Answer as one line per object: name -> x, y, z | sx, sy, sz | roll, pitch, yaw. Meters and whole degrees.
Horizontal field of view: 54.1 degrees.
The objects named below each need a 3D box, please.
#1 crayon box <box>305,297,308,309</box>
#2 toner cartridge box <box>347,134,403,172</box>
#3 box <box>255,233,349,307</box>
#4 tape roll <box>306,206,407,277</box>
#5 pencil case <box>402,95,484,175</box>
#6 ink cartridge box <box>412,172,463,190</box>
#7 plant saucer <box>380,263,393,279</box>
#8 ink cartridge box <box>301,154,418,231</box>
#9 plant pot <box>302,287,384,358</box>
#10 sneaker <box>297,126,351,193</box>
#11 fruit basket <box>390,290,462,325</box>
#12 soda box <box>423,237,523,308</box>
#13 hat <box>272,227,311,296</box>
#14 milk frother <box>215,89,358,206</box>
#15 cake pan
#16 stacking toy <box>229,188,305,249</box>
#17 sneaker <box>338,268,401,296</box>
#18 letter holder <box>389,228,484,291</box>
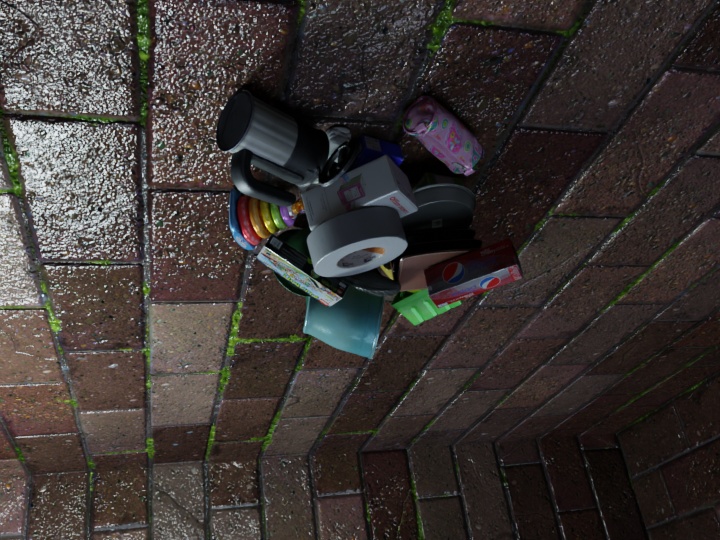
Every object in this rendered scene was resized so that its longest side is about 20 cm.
crayon box -> -0.064, 0.047, 1.914 | 0.124, 0.052, 0.201 | 2, 149, -20
toner cartridge box -> 0.003, -0.194, 1.502 | 0.094, 0.044, 0.201 | 12, 139, -25
box -> -0.128, 0.003, 1.533 | 0.198, 0.035, 0.110 | 34, 158, -8
tape roll -> -0.007, -0.055, 1.433 | 0.197, 0.067, 0.201 | -14, 163, -4
pencil case -> 0.168, -0.265, 1.408 | 0.087, 0.089, 0.199 | -26, 146, 27
ink cartridge box -> 0.122, -0.151, 1.603 | 0.197, 0.077, 0.148 | 7, 147, -23
plant saucer -> 0.135, -0.012, 1.726 | 0.196, 0.200, 0.049 | -3, 106, -11
ink cartridge box -> 0.002, -0.139, 1.436 | 0.197, 0.086, 0.144 | -21, 162, 16
plant pot -> -0.046, 0.108, 1.792 | 0.185, 0.203, 0.201 | 10, 148, -5
sneaker -> -0.078, -0.204, 1.447 | 0.069, 0.081, 0.200 | 5, 149, -28
fruit basket -> 0.165, 0.023, 1.892 | 0.212, 0.156, 0.219 | 8, 117, 16
soda box -> 0.237, 0.007, 1.487 | 0.197, 0.071, 0.063 | -20, 144, 17
hat -> -0.097, -0.067, 1.593 | 0.163, 0.203, 0.176 | 17, 147, -21
milk frother -> -0.129, -0.231, 1.276 | 0.187, 0.183, 0.199 | 19, 143, -41
cake pan -> 0.162, -0.118, 1.555 | 0.196, 0.037, 0.201 | -7, 150, -4
stacking toy -> -0.176, -0.126, 1.511 | 0.197, 0.111, 0.116 | -13, 151, 13
sneaker -> 0.000, 0.000, 1.555 | 0.197, 0.092, 0.076 | 17, 174, 19
letter holder -> 0.171, -0.040, 1.554 | 0.196, 0.102, 0.143 | -5, 149, -7
